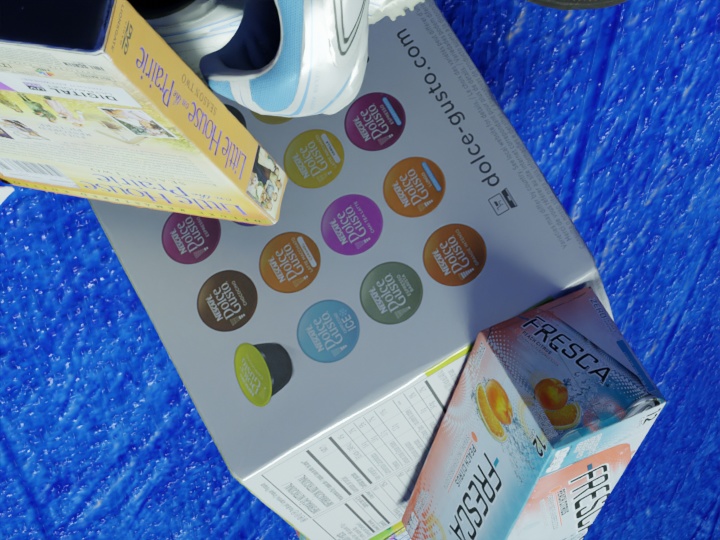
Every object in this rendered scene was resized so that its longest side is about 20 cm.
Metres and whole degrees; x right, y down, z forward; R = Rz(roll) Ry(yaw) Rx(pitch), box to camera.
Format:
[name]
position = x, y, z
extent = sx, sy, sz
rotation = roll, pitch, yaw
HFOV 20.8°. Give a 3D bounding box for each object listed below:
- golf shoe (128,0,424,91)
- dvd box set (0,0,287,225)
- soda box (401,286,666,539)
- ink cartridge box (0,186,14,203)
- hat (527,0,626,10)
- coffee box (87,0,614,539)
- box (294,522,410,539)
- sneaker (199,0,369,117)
[golf shoe]
position = -0.031, -0.144, 0.845
extent = 0.199, 0.079, 0.097
rotation = -34, 151, 6
[dvd box set]
position = -0.128, -0.072, 0.815
extent = 0.145, 0.030, 0.200
rotation = 10, 166, 20
[soda box]
position = 0.078, 0.094, 0.939
extent = 0.063, 0.069, 0.200
rotation = -21, 154, -22
[ink cartridge box]
position = -0.276, -0.007, 0.877
extent = 0.162, 0.050, 0.200
rotation = -43, 161, 25
[hat]
position = 0.145, -0.203, 0.922
extent = 0.199, 0.081, 0.201
rotation = -16, 164, -5
[coffee box]
position = 0.000, 0.000, 1.004
extent = 0.197, 0.200, 0.200
rotation = -31, 158, 2
[box]
position = 0.058, 0.141, 1.454
extent = 0.199, 0.122, 0.193
rotation = -33, 157, 8
[sneaker]
position = -0.019, -0.154, 0.773
extent = 0.072, 0.072, 0.201
rotation = 0, 116, -25
